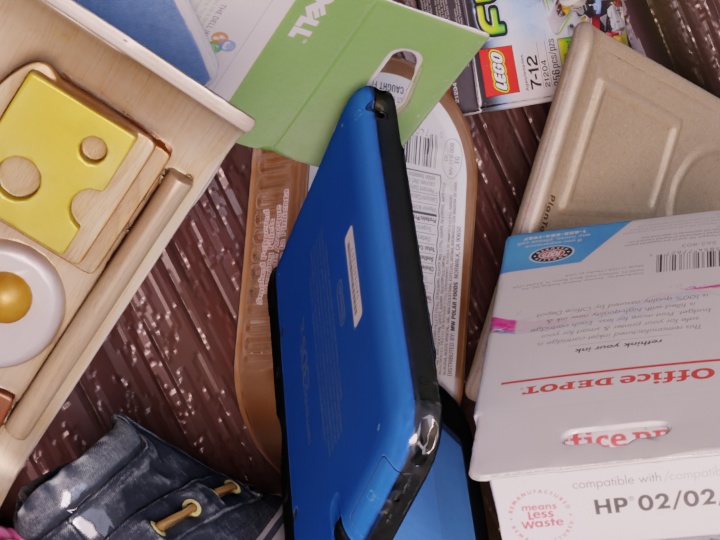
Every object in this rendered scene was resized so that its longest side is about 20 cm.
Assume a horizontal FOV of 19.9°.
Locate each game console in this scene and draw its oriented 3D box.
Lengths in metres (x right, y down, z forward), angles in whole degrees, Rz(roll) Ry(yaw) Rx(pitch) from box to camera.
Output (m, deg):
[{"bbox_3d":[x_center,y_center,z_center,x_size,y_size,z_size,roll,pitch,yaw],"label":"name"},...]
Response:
[{"bbox_3d":[0.030,0.058,0.801,0.118,0.171,0.201,12,39,-17],"label":"game console"}]

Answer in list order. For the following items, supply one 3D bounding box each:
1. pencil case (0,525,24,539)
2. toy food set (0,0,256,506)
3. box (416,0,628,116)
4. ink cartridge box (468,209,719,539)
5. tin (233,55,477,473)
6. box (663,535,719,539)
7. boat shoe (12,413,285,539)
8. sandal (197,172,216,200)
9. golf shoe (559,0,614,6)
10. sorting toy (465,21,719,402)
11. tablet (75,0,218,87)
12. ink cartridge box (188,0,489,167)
[{"bbox_3d":[-0.101,0.183,0.800,0.200,0.093,0.091,46,26,-29],"label":"pencil case"},{"bbox_3d":[-0.146,-0.012,0.715,0.143,0.060,0.200,32,108,-11],"label":"toy food set"},{"bbox_3d":[0.070,-0.180,1.000,0.110,0.035,0.201,-13,95,-39],"label":"box"},{"bbox_3d":[0.112,0.051,0.837,0.200,0.114,0.068,-72,152,-61],"label":"ink cartridge box"},{"bbox_3d":[0.000,0.000,0.930,0.111,0.042,0.201,9,82,-34],"label":"tin"},{"bbox_3d":[0.192,0.140,0.925,0.200,0.096,0.177,-44,124,-25],"label":"box"},{"bbox_3d":[-0.073,0.095,0.794,0.071,0.200,0.091,-40,91,3],"label":"boat shoe"},{"bbox_3d":[-0.105,-0.035,0.837,0.203,0.050,0.083,-50,118,-31],"label":"sandal"},{"bbox_3d":[0.099,-0.162,0.953,0.199,0.077,0.089,-19,106,-38],"label":"golf shoe"},{"bbox_3d":[0.133,-0.006,1.019,0.200,0.036,0.186,22,83,-46],"label":"sorting toy"},{"bbox_3d":[-0.138,-0.114,0.729,0.200,0.129,0.014,67,10,-52],"label":"tablet"},{"bbox_3d":[-0.060,-0.112,0.810,0.199,0.104,0.060,17,47,-23],"label":"ink cartridge box"}]
